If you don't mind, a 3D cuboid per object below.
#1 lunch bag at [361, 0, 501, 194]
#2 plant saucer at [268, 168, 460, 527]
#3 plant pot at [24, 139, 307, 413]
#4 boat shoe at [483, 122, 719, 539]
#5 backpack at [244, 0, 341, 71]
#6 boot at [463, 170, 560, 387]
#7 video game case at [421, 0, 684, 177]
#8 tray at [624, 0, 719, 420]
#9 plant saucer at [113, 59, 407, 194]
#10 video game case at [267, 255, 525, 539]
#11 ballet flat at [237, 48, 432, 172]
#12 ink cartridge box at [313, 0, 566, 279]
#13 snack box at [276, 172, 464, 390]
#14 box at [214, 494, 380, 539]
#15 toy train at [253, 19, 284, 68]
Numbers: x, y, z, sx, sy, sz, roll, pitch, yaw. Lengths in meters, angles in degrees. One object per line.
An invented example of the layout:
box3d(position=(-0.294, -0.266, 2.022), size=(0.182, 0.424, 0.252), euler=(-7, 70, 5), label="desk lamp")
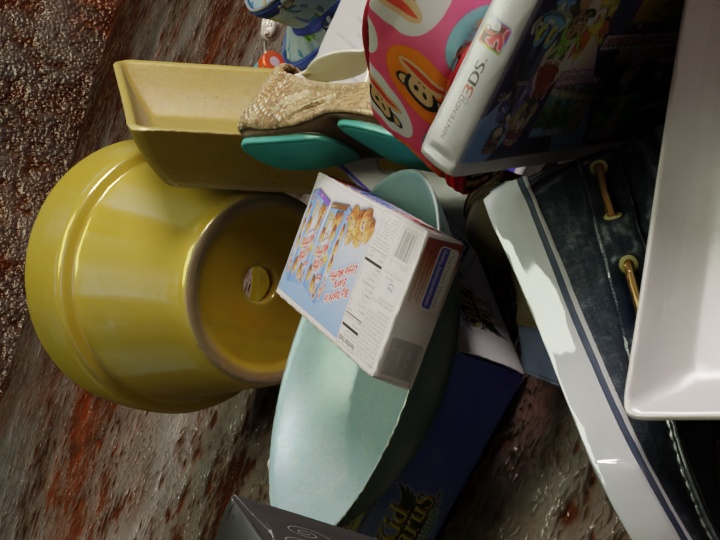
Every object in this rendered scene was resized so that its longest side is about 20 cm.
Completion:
box3d(position=(0.088, -0.141, 0.805), size=(0.200, 0.082, 0.176), euler=(-44, -16, -13), label="lunch bag")
box3d(position=(0.009, 0.049, 0.967), size=(0.202, 0.038, 0.202), euler=(-56, 22, 38), label="plant saucer")
box3d(position=(-0.111, 0.006, 1.322), size=(0.188, 0.199, 0.203), euler=(5, 75, 57), label="plant pot")
box3d(position=(0.121, 0.034, 0.714), size=(0.071, 0.090, 0.202), euler=(53, -166, -62), label="boat shoe")
box3d(position=(0.010, -0.209, 1.221), size=(0.200, 0.146, 0.185), euler=(151, 138, -70), label="backpack")
box3d(position=(0.084, 0.009, 0.862), size=(0.098, 0.074, 0.200), euler=(-70, 18, -7), label="boot")
box3d(position=(0.120, -0.126, 0.749), size=(0.199, 0.023, 0.183), euler=(-12, -46, -54), label="video game case")
box3d(position=(0.162, -0.036, 0.685), size=(0.106, 0.022, 0.202), euler=(-3, 64, 32), label="tray")
box3d(position=(-0.069, -0.096, 1.291), size=(0.200, 0.198, 0.049), euler=(-119, 34, -69), label="plant saucer")
box3d(position=(0.014, 0.086, 1.050), size=(0.182, 0.045, 0.201), euler=(-104, 37, -61), label="video game case")
box3d(position=(0.007, -0.089, 0.998), size=(0.199, 0.070, 0.066), euler=(8, 74, 46), label="ballet flat")
box3d(position=(0.057, -0.125, 1.025), size=(0.198, 0.043, 0.201), euler=(44, 114, 44), label="ink cartridge box")
box3d(position=(0.000, 0.000, 0.939), size=(0.200, 0.024, 0.073), euler=(-145, 74, -71), label="snack box")
box3d(position=(-0.014, 0.223, 0.806), size=(0.124, 0.147, 0.202), euler=(-152, 82, -74), label="box")
box3d(position=(-0.051, -0.142, 1.517), size=(0.151, 0.055, 0.200), euler=(-65, 20, 15), label="toy train")
